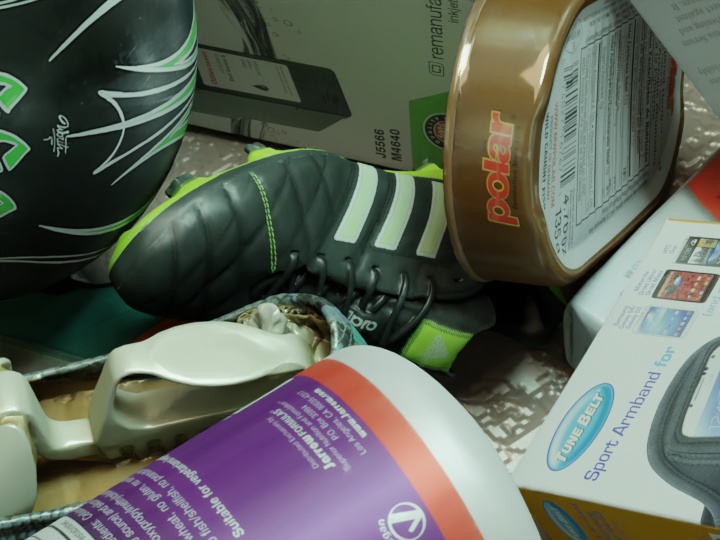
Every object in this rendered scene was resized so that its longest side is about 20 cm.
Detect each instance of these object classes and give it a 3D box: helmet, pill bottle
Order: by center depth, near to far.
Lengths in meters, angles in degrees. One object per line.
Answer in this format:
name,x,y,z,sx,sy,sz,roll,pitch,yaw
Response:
pill bottle,-0.049,0.114,0.665,0.199,0.113,0.113,-31,57,-18
helmet,-0.149,-0.079,0.782,0.190,0.201,0.200,-14,48,-41

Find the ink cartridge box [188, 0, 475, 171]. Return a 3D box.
ink cartridge box,-0.023,-0.123,0.908,0.199,0.146,0.084,12,56,13

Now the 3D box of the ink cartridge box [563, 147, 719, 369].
ink cartridge box,0.199,0.024,0.844,0.200,0.050,0.162,33,62,28

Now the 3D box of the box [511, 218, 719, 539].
box,0.136,0.043,0.737,0.199,0.042,0.119,8,56,47

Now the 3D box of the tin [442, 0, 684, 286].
tin,0.081,-0.060,0.842,0.042,0.113,0.200,11,20,20

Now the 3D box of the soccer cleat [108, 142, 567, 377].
soccer cleat,0.000,0.000,0.819,0.199,0.068,0.081,-4,51,-45

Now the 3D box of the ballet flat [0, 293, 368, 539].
ballet flat,-0.090,0.050,0.744,0.199,0.074,0.074,-17,54,-8

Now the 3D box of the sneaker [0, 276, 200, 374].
sneaker,-0.051,0.039,0.834,0.199,0.072,0.080,16,59,16

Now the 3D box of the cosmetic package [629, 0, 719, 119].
cosmetic package,0.157,-0.104,0.786,0.101,0.200,0.071,-12,33,54
